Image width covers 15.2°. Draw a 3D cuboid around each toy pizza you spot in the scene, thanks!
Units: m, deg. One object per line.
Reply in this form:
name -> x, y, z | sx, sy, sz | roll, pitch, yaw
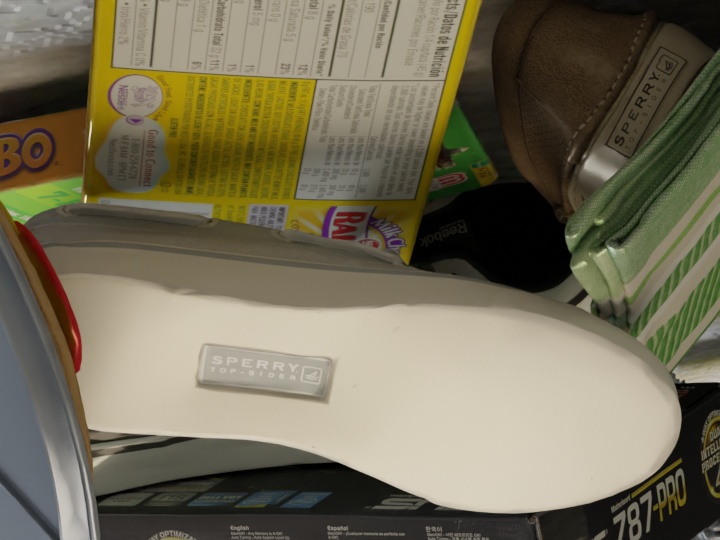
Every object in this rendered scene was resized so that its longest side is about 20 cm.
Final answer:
toy pizza -> -0.121, 0.013, 0.733 | 0.032, 0.200, 0.200 | -26, 175, -29

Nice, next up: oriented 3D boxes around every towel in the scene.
towel -> 0.117, -0.036, 0.820 | 0.153, 0.023, 0.200 | -50, 165, -7

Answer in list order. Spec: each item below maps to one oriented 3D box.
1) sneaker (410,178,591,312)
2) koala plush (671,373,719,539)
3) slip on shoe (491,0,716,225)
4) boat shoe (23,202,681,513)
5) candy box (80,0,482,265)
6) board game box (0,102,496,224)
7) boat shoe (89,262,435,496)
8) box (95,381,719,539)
sneaker -> 0.000, 0.000, 0.975 | 0.200, 0.074, 0.080 | -13, 162, -16
koala plush -> 0.191, 0.102, 1.268 | 0.200, 0.178, 0.184 | -19, 150, 37
slip on shoe -> 0.080, -0.043, 0.873 | 0.061, 0.076, 0.200 | 29, 180, 13
boat shoe -> -0.008, 0.020, 0.780 | 0.199, 0.069, 0.072 | 4, 122, -5
candy box -> -0.027, -0.044, 0.764 | 0.102, 0.026, 0.200 | 0, 150, -9
board game box -> -0.061, -0.031, 0.868 | 0.200, 0.030, 0.096 | -8, 166, 10
boat shoe -> -0.067, 0.033, 0.909 | 0.199, 0.064, 0.071 | -8, -162, 5
box -> 0.010, 0.081, 0.921 | 0.200, 0.049, 0.161 | -2, -167, 31
